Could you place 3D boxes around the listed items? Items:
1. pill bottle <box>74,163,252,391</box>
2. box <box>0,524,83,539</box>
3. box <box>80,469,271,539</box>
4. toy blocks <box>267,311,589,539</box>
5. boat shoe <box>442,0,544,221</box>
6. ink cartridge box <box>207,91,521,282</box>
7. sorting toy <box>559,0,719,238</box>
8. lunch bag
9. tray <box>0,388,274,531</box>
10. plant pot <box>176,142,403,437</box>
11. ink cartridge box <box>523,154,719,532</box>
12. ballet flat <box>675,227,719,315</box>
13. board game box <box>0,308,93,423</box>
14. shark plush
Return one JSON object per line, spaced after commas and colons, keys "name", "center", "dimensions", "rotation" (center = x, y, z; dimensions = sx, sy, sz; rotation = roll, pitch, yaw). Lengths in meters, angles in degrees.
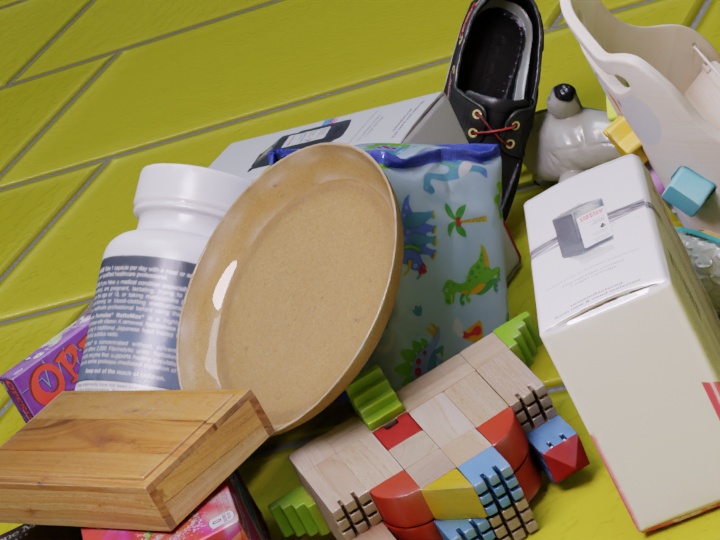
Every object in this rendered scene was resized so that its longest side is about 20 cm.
{"name": "pill bottle", "center": [-0.126, 0.035, 1.813], "dimensions": [0.119, 0.119, 0.200], "rotation": [-3, 72, 47]}
{"name": "box", "center": [-0.197, 0.227, 1.645], "dimensions": [0.100, 0.075, 0.200], "rotation": [-27, 19, 1]}
{"name": "box", "center": [-0.110, 0.173, 1.630], "dimensions": [0.100, 0.096, 0.200], "rotation": [-28, 21, 0]}
{"name": "toy blocks", "center": [0.053, 0.122, 1.589], "dimensions": [0.200, 0.100, 0.137], "rotation": [-31, 33, -9]}
{"name": "boat shoe", "center": [0.092, -0.114, 1.973], "dimensions": [0.074, 0.202, 0.063], "rotation": [11, -13, -6]}
{"name": "ink cartridge box", "center": [-0.007, -0.031, 1.922], "dimensions": [0.200, 0.146, 0.083], "rotation": [-12, 25, 35]}
{"name": "sorting toy", "center": [0.201, -0.111, 1.759], "dimensions": [0.107, 0.180, 0.200], "rotation": [-40, 37, 7]}
{"name": "lunch bag", "center": [0.000, 0.000, 1.773], "dimensions": [0.127, 0.170, 0.200], "rotation": [-4, 5, -33]}
{"name": "tray", "center": [-0.153, 0.114, 1.636], "dimensions": [0.200, 0.037, 0.099], "rotation": [-5, 31, 50]}
{"name": "plant pot", "center": [-0.040, 0.016, 1.659], "dimensions": [0.200, 0.027, 0.200], "rotation": [-29, 47, 37]}
{"name": "ink cartridge box", "center": [0.163, 0.038, 1.553], "dimensions": [0.085, 0.146, 0.200], "rotation": [-23, 21, 12]}
{"name": "ballet flat", "center": [0.198, 0.005, 1.730], "dimensions": [0.072, 0.072, 0.200], "rotation": [-32, 19, -14]}
{"name": "board game box", "center": [-0.149, 0.069, 1.889], "dimensions": [0.200, 0.120, 0.032], "rotation": [-38, 17, -26]}
{"name": "shark plush", "center": [0.166, -0.089, 2.024], "dimensions": [0.083, 0.091, 0.200], "rotation": [-11, -5, -20]}
